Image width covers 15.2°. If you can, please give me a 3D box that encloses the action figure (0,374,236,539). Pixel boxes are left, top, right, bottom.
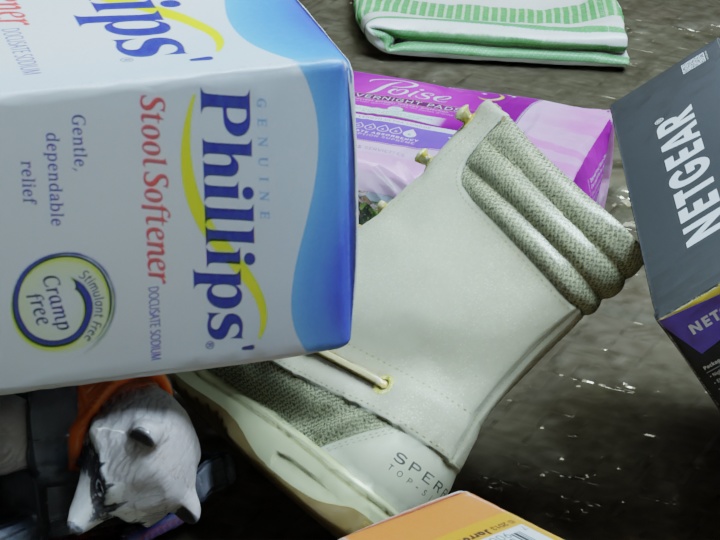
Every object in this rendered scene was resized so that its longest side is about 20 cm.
[{"bbox_3d":[-0.142,0.059,0.902,0.193,0.105,0.200,5,19,30],"label":"action figure"}]

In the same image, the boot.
[{"bbox_3d":[0.000,0.000,0.984,0.072,0.155,0.200,42,-2,-44],"label":"boot"}]

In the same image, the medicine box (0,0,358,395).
[{"bbox_3d":[-0.119,-0.042,0.906,0.199,0.104,0.182,-7,24,-14],"label":"medicine box"}]

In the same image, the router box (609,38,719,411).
[{"bbox_3d":[0.156,0.023,0.955,0.052,0.158,0.200,-32,20,14],"label":"router box"}]

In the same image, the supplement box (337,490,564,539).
[{"bbox_3d":[0.079,0.136,0.798,0.069,0.067,0.200,-15,30,-42],"label":"supplement box"}]

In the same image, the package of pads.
[{"bbox_3d":[0.004,-0.036,1.162,0.199,0.076,0.121,9,26,13],"label":"package of pads"}]

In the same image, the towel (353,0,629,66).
[{"bbox_3d":[0.070,-0.158,1.512,0.152,0.024,0.200,2,24,-2],"label":"towel"}]
